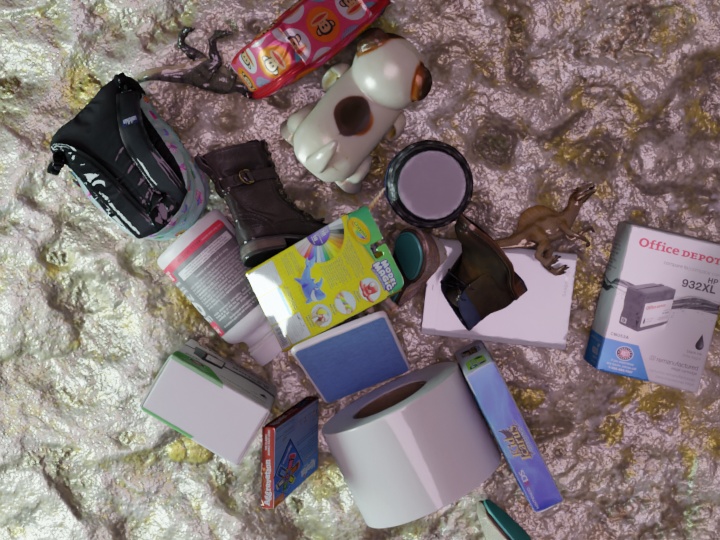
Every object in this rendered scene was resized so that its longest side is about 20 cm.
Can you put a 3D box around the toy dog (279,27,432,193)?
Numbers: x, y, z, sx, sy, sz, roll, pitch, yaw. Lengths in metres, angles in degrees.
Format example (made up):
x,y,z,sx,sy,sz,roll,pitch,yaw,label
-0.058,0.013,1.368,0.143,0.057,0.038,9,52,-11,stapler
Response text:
x,y,z,sx,sy,sz,roll,pitch,yaw,label
-0.003,-0.217,1.562,0.139,0.194,0.200,43,102,6,toy dog

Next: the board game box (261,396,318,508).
x,y,z,sx,sy,sz,roll,pitch,yaw,label
-0.090,0.235,1.596,0.019,0.200,0.104,1,95,14,board game box

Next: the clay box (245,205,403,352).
x,y,z,sx,sy,sz,roll,pitch,yaw,label
-0.037,0.008,1.516,0.199,0.048,0.115,-28,86,28,clay box

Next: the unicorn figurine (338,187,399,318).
x,y,z,sx,sy,sz,roll,pitch,yaw,label
0.000,0.000,1.579,0.074,0.200,0.138,-28,85,-28,unicorn figurine

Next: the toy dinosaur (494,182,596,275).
x,y,z,sx,sy,sz,roll,pitch,yaw,label
0.240,-0.043,1.634,0.199,0.058,0.101,-26,59,-9,toy dinosaur

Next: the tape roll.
x,y,z,sx,sy,sz,roll,pitch,yaw,label
0.067,0.227,1.594,0.202,0.203,0.140,-27,94,3,tape roll

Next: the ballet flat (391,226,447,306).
x,y,z,sx,sy,sz,roll,pitch,yaw,label
0.074,-0.013,1.585,0.067,0.200,0.068,-19,76,-20,ballet flat

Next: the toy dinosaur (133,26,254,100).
x,y,z,sx,sy,sz,roll,pitch,yaw,label
-0.211,-0.279,1.626,0.199,0.047,0.089,6,102,3,toy dinosaur

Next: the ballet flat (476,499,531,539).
x,y,z,sx,sy,sz,roll,pitch,yaw,label
0.223,0.400,1.679,0.200,0.067,0.062,41,104,-3,ballet flat

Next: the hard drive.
x,y,z,sx,sy,sz,roll,pitch,yaw,label
0.188,0.032,1.662,0.199,0.026,0.133,7,95,0,hard drive

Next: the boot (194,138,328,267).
x,y,z,sx,sy,sz,roll,pitch,yaw,label
-0.108,-0.099,1.619,0.199,0.069,0.175,-7,67,-36,boot

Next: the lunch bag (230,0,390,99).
x,y,z,sx,sy,sz,roll,pitch,yaw,label
-0.072,-0.302,1.558,0.200,0.176,0.082,-39,102,-19,lunch bag

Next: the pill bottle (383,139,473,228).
x,y,z,sx,sy,sz,roll,pitch,yaw,label
0.086,-0.111,1.561,0.111,0.200,0.113,0,94,1,pill bottle

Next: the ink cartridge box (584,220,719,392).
x,y,z,sx,sy,sz,roll,pitch,yaw,label
0.399,0.046,1.634,0.144,0.084,0.201,13,95,-1,ink cartridge box

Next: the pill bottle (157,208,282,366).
x,y,z,sx,sy,sz,roll,pitch,yaw,label
-0.167,0.026,1.620,0.111,0.111,0.200,-41,94,4,pill bottle

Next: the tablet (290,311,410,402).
x,y,z,sx,sy,sz,roll,pitch,yaw,label
-0.010,0.116,1.597,0.130,0.200,0.014,-22,62,2,tablet

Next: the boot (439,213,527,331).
x,y,z,sx,sy,sz,roll,pitch,yaw,label
0.144,0.009,1.559,0.097,0.200,0.075,-42,51,0,boot

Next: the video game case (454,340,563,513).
x,y,z,sx,sy,sz,roll,pitch,yaw,label
0.191,0.200,1.600,0.045,0.181,0.201,-26,94,3,video game case

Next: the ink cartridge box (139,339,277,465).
x,y,z,sx,sy,sz,roll,pitch,yaw,label
-0.193,0.166,1.590,0.145,0.200,0.084,30,92,-3,ink cartridge box

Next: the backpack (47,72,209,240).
x,y,z,sx,sy,sz,roll,pitch,yaw,label
-0.289,-0.134,1.592,0.167,0.127,0.200,-43,79,16,backpack
